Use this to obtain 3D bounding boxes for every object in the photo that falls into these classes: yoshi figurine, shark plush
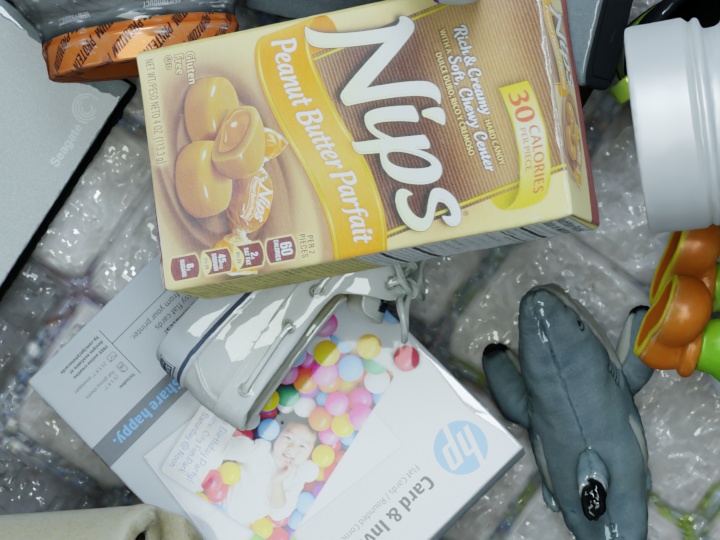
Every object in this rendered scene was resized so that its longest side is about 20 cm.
[{"bbox_3d":[0.243,0.034,1.397,0.200,0.112,0.113,23,86,-3],"label":"yoshi figurine"},{"bbox_3d":[0.107,0.105,1.423,0.091,0.083,0.200,-3,93,5],"label":"shark plush"}]

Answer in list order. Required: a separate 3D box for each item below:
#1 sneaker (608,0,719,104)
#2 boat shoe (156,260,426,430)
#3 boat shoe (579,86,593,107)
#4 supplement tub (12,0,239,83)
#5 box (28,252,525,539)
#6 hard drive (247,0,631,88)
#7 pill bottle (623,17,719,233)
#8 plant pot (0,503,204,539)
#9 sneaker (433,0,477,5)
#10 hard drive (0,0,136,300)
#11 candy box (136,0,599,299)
[{"bbox_3d":[0.210,-0.137,1.399,0.200,0.083,0.072,-38,90,6],"label":"sneaker"},{"bbox_3d":[-0.001,0.000,1.383,0.202,0.075,0.086,-45,79,-1],"label":"boat shoe"},{"bbox_3d":[0.108,-0.162,1.418,0.065,0.073,0.200,20,85,9],"label":"boat shoe"},{"bbox_3d":[-0.120,-0.197,1.401,0.122,0.123,0.200,-8,89,6],"label":"supplement tub"},{"bbox_3d":[-0.042,0.074,1.432,0.156,0.041,0.200,-44,81,-3],"label":"box"},{"bbox_3d":[0.045,-0.176,1.387,0.200,0.033,0.140,16,96,33],"label":"hard drive"},{"bbox_3d":[0.223,-0.075,1.284,0.200,0.113,0.114,-7,93,7],"label":"pill bottle"},{"bbox_3d":[-0.164,0.193,1.375,0.183,0.200,0.201,-14,92,20],"label":"plant pot"},{"bbox_3d":[-0.026,-0.184,1.297,0.146,0.200,0.081,-8,136,-1],"label":"sneaker"},{"bbox_3d":[-0.234,-0.091,1.467,0.200,0.033,0.140,34,95,2],"label":"hard drive"},{"bbox_3d":[0.002,-0.060,1.322,0.200,0.055,0.116,-11,82,19],"label":"candy box"}]
